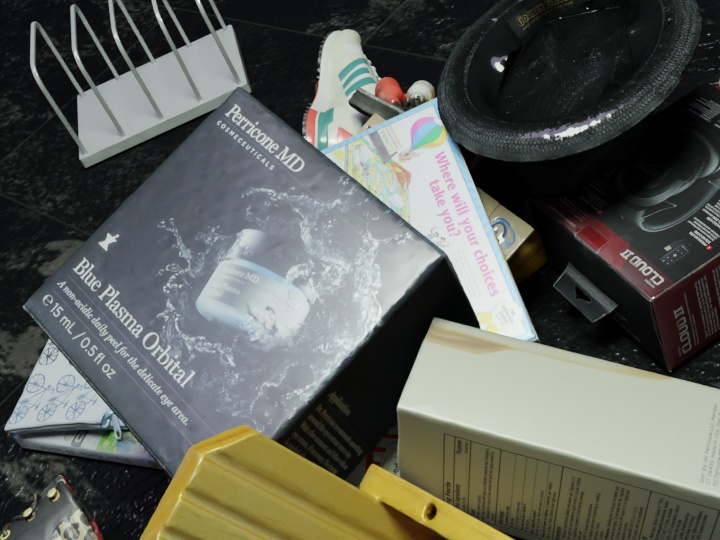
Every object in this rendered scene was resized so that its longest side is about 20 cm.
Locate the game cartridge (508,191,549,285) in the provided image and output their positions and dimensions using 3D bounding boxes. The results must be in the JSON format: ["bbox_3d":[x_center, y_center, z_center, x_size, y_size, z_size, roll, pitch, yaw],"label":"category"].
[{"bbox_3d":[0.120,-0.073,0.933,0.199,0.033,0.176,-38,41,-14],"label":"game cartridge"}]

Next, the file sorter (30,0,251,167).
[{"bbox_3d":[-0.239,-0.233,1.223,0.198,0.125,0.139,-23,41,3],"label":"file sorter"}]

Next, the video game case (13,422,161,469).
[{"bbox_3d":[-0.172,0.093,0.925,0.198,0.018,0.144,2,47,30],"label":"video game case"}]

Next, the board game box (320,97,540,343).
[{"bbox_3d":[0.028,-0.008,0.782,0.133,0.034,0.202,-23,61,8],"label":"board game box"}]

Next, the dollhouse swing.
[{"bbox_3d":[-0.007,0.201,0.557,0.181,0.176,0.202,20,77,41],"label":"dollhouse swing"}]

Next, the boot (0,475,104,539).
[{"bbox_3d":[-0.264,0.196,0.788,0.150,0.073,0.200,-35,67,-15],"label":"boot"}]

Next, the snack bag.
[{"bbox_3d":[-0.178,0.056,0.936,0.198,0.022,0.190,-5,45,24],"label":"snack bag"}]

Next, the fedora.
[{"bbox_3d":[0.153,-0.125,0.806,0.198,0.092,0.202,-15,44,15],"label":"fedora"}]

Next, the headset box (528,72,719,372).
[{"bbox_3d":[0.228,-0.034,0.799,0.199,0.078,0.149,-34,40,-7],"label":"headset box"}]

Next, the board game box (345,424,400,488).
[{"bbox_3d":[-0.009,0.153,0.751,0.198,0.047,0.152,0,47,28],"label":"board game box"}]

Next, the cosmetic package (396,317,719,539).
[{"bbox_3d":[0.124,0.106,0.646,0.198,0.106,0.071,15,50,15],"label":"cosmetic package"}]

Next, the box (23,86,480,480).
[{"bbox_3d":[-0.066,0.029,0.711,0.200,0.118,0.196,-46,61,-7],"label":"box"}]

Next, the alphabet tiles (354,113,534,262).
[{"bbox_3d":[0.000,0.000,0.816,0.200,0.008,0.167,-47,59,-5],"label":"alphabet tiles"}]

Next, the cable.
[{"bbox_3d":[0.041,-0.134,0.931,0.096,0.051,0.200,19,9,-6],"label":"cable"}]

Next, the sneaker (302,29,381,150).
[{"bbox_3d":[0.001,-0.155,1.070,0.092,0.071,0.201,4,43,5],"label":"sneaker"}]

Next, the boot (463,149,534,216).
[{"bbox_3d":[0.073,-0.035,0.869,0.201,0.074,0.075,-54,16,-19],"label":"boot"}]
